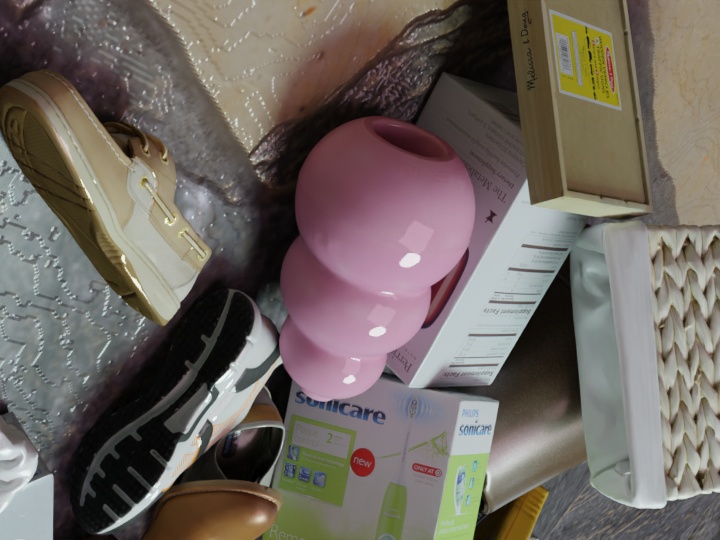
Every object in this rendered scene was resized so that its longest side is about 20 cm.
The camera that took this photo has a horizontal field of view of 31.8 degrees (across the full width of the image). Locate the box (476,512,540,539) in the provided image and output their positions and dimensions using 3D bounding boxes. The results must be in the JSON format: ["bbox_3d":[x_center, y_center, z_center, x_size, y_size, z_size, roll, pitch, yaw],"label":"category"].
[{"bbox_3d":[0.089,0.329,1.312,0.200,0.115,0.132,-44,147,-8],"label":"box"}]

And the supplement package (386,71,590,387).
[{"bbox_3d":[0.080,-0.025,0.945,0.109,0.114,0.202,5,120,-49],"label":"supplement package"}]

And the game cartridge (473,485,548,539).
[{"bbox_3d":[0.090,0.292,1.121,0.201,0.032,0.177,-57,178,-40],"label":"game cartridge"}]

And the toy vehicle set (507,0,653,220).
[{"bbox_3d":[0.149,-0.140,0.867,0.123,0.026,0.203,6,76,-50],"label":"toy vehicle set"}]

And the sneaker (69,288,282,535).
[{"bbox_3d":[-0.123,0.110,0.893,0.200,0.074,0.080,-49,148,2],"label":"sneaker"}]

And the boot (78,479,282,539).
[{"bbox_3d":[-0.136,0.240,0.876,0.198,0.157,0.077,-22,137,18],"label":"boot"}]

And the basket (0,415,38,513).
[{"bbox_3d":[-0.301,0.087,0.591,0.198,0.161,0.200,-47,146,0],"label":"basket"}]

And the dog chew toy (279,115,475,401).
[{"bbox_3d":[0.000,0.000,0.866,0.124,0.124,0.202,-5,124,-45],"label":"dog chew toy"}]

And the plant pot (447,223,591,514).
[{"bbox_3d":[0.148,0.092,1.085,0.197,0.201,0.201,-31,144,-11],"label":"plant pot"}]

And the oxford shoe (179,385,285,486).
[{"bbox_3d":[-0.103,0.180,0.967,0.074,0.058,0.203,2,113,-33],"label":"oxford shoe"}]

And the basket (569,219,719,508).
[{"bbox_3d":[0.233,0.063,0.936,0.121,0.203,0.136,-6,178,-4],"label":"basket"}]

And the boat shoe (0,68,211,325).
[{"bbox_3d":[-0.139,-0.051,0.724,0.069,0.073,0.201,-49,149,-19],"label":"boat shoe"}]

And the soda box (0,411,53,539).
[{"bbox_3d":[-0.248,0.194,0.845,0.068,0.063,0.202,-19,137,-32],"label":"soda box"}]

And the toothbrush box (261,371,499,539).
[{"bbox_3d":[0.010,0.182,0.975,0.086,0.144,0.203,15,87,-62],"label":"toothbrush box"}]
